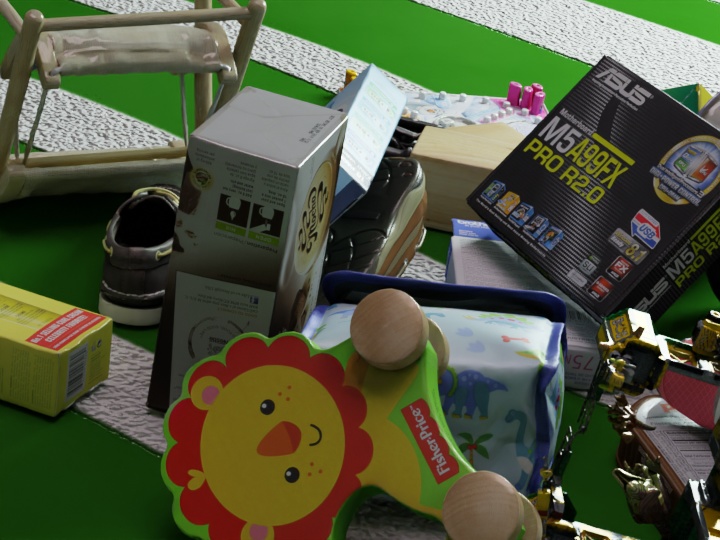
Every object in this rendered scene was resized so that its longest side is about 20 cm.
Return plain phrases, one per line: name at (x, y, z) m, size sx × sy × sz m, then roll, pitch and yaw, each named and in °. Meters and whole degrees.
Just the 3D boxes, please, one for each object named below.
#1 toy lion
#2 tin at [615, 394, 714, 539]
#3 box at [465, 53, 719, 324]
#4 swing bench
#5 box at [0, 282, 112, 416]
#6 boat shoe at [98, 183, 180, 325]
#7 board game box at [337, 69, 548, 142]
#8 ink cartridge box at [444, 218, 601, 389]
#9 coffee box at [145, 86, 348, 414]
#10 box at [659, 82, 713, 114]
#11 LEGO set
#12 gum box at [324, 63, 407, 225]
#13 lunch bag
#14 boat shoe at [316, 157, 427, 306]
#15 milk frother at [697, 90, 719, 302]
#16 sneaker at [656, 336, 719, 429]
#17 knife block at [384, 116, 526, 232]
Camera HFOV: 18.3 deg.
toy lion at (-0.018, 0.119, 1.319) m, size 0.201 × 0.191 × 0.069 m, roll 62°, pitch 7°, yaw 23°
tin at (0.241, 0.139, 1.466) m, size 0.111 × 0.042 × 0.200 m, roll 4°, pitch 24°, yaw -18°
box at (0.190, -0.056, 1.651) m, size 0.044 × 0.160 × 0.200 m, roll 44°, pitch 1°, yaw -40°
swing bench at (-0.198, -0.141, 1.760) m, size 0.198 × 0.201 × 0.130 m, roll -7°, pitch 33°, yaw -27°
box at (-0.272, 0.038, 1.519) m, size 0.199 × 0.050 × 0.075 m, roll 18°, pitch 26°, yaw 21°
boat shoe at (-0.154, -0.027, 1.682) m, size 0.071 × 0.061 × 0.201 m, roll 7°, pitch 24°, yaw 0°
board game box at (0.087, -0.132, 2.023) m, size 0.199 × 0.026 × 0.200 m, roll 3°, pitch 24°, yaw -8°
ink cartridge box at (0.126, 0.024, 1.678) m, size 0.119 × 0.042 × 0.200 m, roll 7°, pitch 27°, yaw -4°
coffee box at (-0.075, -0.006, 1.490) m, size 0.079 × 0.201 × 0.113 m, roll 16°, pitch 25°, yaw 11°
box at (0.257, -0.086, 1.814) m, size 0.117 × 0.049 × 0.200 m, roll -8°, pitch -21°, yaw 28°
LEGO set at (0.178, 0.132, 1.302) m, size 0.153 × 0.201 × 0.116 m, roll 24°, pitch 23°, yaw -12°
gum box at (-0.051, -0.055, 1.655) m, size 0.045 × 0.170 × 0.200 m, roll 44°, pitch 24°, yaw -11°
lunch bag at (0.050, 0.070, 1.465) m, size 0.169 × 0.128 × 0.200 m, roll 6°, pitch 14°, yaw 7°
boat shoe at (0.000, 0.000, 1.645) m, size 0.075 × 0.074 × 0.200 m, roll 8°, pitch 44°, yaw 31°
milk frother at (0.303, -0.024, 1.650) m, size 0.188 × 0.181 × 0.199 m, roll 31°, pitch 21°, yaw 36°
sneaker at (0.274, 0.096, 1.438) m, size 0.199 × 0.074 × 0.087 m, roll 20°, pitch 29°, yaw 25°
knife block at (0.071, -0.069, 1.837) m, size 0.175 × 0.064 × 0.200 m, roll -9°, pitch 30°, yaw -31°
